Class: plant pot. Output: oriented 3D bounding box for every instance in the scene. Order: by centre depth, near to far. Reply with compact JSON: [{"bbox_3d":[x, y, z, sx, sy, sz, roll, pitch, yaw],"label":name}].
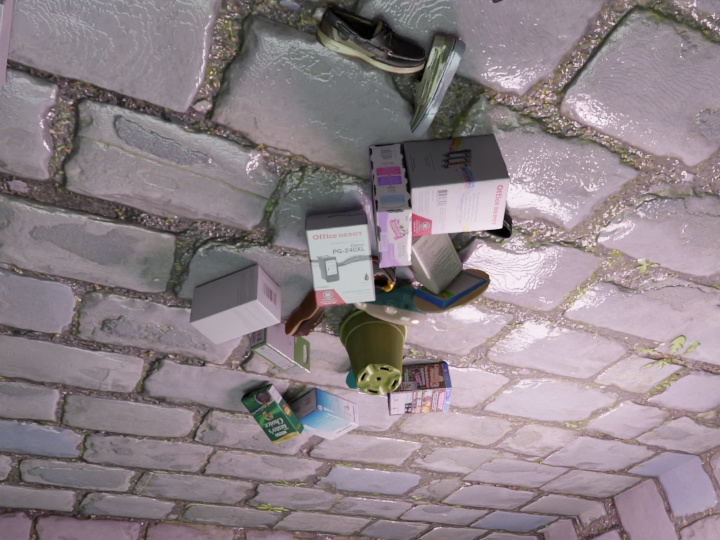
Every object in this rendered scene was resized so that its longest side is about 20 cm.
[{"bbox_3d":[0.043,0.235,1.692,0.199,0.190,0.200,-2,126,-3],"label":"plant pot"}]

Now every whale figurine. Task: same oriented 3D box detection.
[{"bbox_3d":[0.081,0.084,1.631,0.199,0.104,0.159,13,175,11],"label":"whale figurine"}]

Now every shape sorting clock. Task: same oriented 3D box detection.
[{"bbox_3d":[0.227,0.051,1.527,0.200,0.200,0.039,-15,110,12],"label":"shape sorting clock"}]

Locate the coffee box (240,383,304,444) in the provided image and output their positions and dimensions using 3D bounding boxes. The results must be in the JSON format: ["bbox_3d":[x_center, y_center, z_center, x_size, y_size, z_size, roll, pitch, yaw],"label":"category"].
[{"bbox_3d":[-0.288,0.474,2.015,0.123,0.044,0.200,-24,108,25],"label":"coffee box"}]

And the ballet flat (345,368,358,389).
[{"bbox_3d":[0.023,0.309,1.909,0.072,0.072,0.200,14,137,-22],"label":"ballet flat"}]

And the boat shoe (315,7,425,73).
[{"bbox_3d":[0.025,-0.398,1.057,0.199,0.073,0.065,9,143,-16],"label":"boat shoe"}]

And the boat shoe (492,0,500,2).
[{"bbox_3d":[0.186,-0.494,0.948,0.065,0.073,0.200,-33,133,25],"label":"boat shoe"}]

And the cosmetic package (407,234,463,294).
[{"bbox_3d":[0.157,-0.048,1.449,0.103,0.087,0.200,-44,137,-11],"label":"cosmetic package"}]

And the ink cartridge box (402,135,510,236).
[{"bbox_3d":[0.195,-0.177,1.281,0.199,0.145,0.145,-4,140,0],"label":"ink cartridge box"}]

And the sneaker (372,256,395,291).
[{"bbox_3d":[0.000,0.000,1.521,0.200,0.082,0.078,11,138,-17],"label":"sneaker"}]

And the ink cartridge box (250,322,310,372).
[{"bbox_3d":[-0.225,0.214,1.736,0.059,0.104,0.200,-25,137,23],"label":"ink cartridge box"}]

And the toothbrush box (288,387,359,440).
[{"bbox_3d":[-0.125,0.496,2.096,0.200,0.085,0.146,30,128,-33],"label":"toothbrush box"}]

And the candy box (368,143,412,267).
[{"bbox_3d":[0.062,-0.135,1.275,0.071,0.200,0.168,-5,140,0],"label":"candy box"}]

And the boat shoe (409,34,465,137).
[{"bbox_3d":[0.130,-0.346,1.146,0.062,0.072,0.200,21,128,-4],"label":"boat shoe"}]

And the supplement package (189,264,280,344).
[{"bbox_3d":[-0.318,0.089,1.566,0.200,0.118,0.117,-19,139,16],"label":"supplement package"}]

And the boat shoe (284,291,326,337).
[{"bbox_3d":[-0.134,0.120,1.665,0.070,0.071,0.200,14,144,-28],"label":"boat shoe"}]

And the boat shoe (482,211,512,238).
[{"bbox_3d":[0.278,-0.129,1.415,0.200,0.057,0.067,20,134,-27],"label":"boat shoe"}]

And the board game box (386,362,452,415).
[{"bbox_3d":[0.187,0.387,1.990,0.199,0.097,0.160,-4,140,-2],"label":"board game box"}]

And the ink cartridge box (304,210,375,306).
[{"bbox_3d":[-0.046,-0.028,1.425,0.145,0.083,0.200,-6,116,1],"label":"ink cartridge box"}]

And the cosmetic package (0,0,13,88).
[{"bbox_3d":[-0.638,-0.386,1.003,0.101,0.074,0.200,15,137,-23],"label":"cosmetic package"}]
